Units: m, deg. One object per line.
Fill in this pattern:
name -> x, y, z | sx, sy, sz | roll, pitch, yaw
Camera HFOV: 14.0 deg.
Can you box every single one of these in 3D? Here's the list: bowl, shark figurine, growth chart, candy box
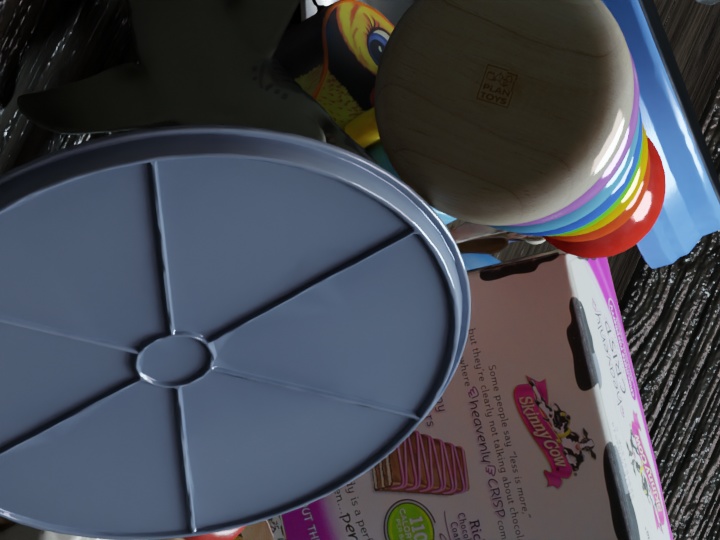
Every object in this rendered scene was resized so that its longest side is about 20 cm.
bowl -> 0.102, -0.101, 1.210 | 0.201, 0.039, 0.202 | -21, 90, -82
shark figurine -> -0.047, -0.103, 1.028 | 0.090, 0.127, 0.216 | 56, 31, -67
growth chart -> 0.000, 0.000, 1.180 | 0.145, 0.199, 0.018 | 173, -97, -83
candy box -> 0.014, 0.076, 1.184 | 0.061, 0.199, 0.137 | -17, 95, -69

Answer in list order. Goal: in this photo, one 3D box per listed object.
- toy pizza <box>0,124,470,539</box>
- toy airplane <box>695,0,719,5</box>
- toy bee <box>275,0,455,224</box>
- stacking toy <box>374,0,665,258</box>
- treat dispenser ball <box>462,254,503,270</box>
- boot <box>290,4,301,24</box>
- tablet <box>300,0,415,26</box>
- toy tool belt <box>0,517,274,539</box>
toy pizza -> -0.063, 0.018, 0.967 | 0.201, 0.199, 0.032 | 101, -17, -46
toy airplane -> 0.110, -0.207, 1.529 | 0.199, 0.142, 0.199 | -32, 157, 3
toy bee -> -0.014, -0.053, 1.088 | 0.131, 0.109, 0.200 | -34, -168, 19
stacking toy -> 0.070, -0.042, 1.021 | 0.086, 0.085, 0.200 | -67, 161, -2
treat dispenser ball -> 0.012, 0.081, 1.366 | 0.201, 0.200, 0.202 | 22, 90, -80
boot -> -0.009, -0.090, 1.274 | 0.204, 0.073, 0.154 | -51, 163, -44
tablet -> 0.012, -0.167, 1.151 | 0.130, 0.014, 0.201 | -33, 128, -50
toy tool belt -> -0.129, 0.140, 1.084 | 0.123, 0.125, 0.200 | -28, -165, 41
